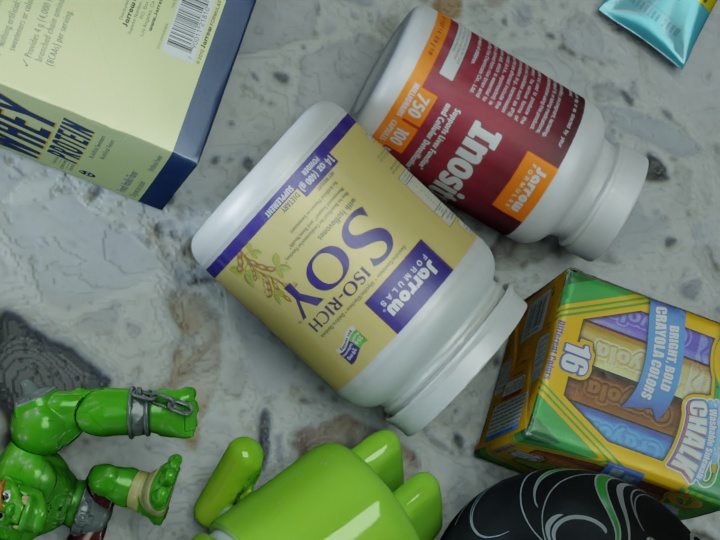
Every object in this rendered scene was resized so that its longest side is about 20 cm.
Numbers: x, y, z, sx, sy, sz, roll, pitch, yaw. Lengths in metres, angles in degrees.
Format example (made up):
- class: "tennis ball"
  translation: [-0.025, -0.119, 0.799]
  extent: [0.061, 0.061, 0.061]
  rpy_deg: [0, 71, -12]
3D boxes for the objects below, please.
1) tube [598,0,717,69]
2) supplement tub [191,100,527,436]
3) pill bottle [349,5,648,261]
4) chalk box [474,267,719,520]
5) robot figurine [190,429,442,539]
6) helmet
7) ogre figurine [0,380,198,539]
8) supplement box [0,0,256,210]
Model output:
- class: "tube"
  translation: [0.262, -0.251, 1.819]
  extent: [0.077, 0.050, 0.201]
  rpy_deg: [34, 77, 2]
- class: "supplement tub"
  translation: [0.000, 0.000, 1.635]
  extent: [0.200, 0.145, 0.146]
  rpy_deg: [42, 71, -3]
- class: "pill bottle"
  translation: [0.098, -0.092, 1.699]
  extent: [0.199, 0.113, 0.114]
  rpy_deg: [29, 72, -7]
- class: "chalk box"
  translation: [0.201, 0.099, 1.680]
  extent: [0.199, 0.125, 0.125]
  rpy_deg: [21, 73, -9]
- class: "robot figurine"
  translation: [-0.038, 0.194, 1.597]
  extent: [0.199, 0.116, 0.176]
  rpy_deg: [-34, 63, -18]
- class: "helmet"
  translation: [0.141, 0.225, 1.602]
  extent: [0.198, 0.191, 0.202]
  rpy_deg: [2, 106, 8]
- class: "ogre figurine"
  translation: [-0.189, 0.159, 1.574]
  extent: [0.119, 0.201, 0.098]
  rpy_deg: [20, 29, 0]
- class: "supplement box"
  translation: [-0.182, -0.179, 1.629]
  extent: [0.198, 0.134, 0.201]
  rpy_deg: [21, 73, -10]
